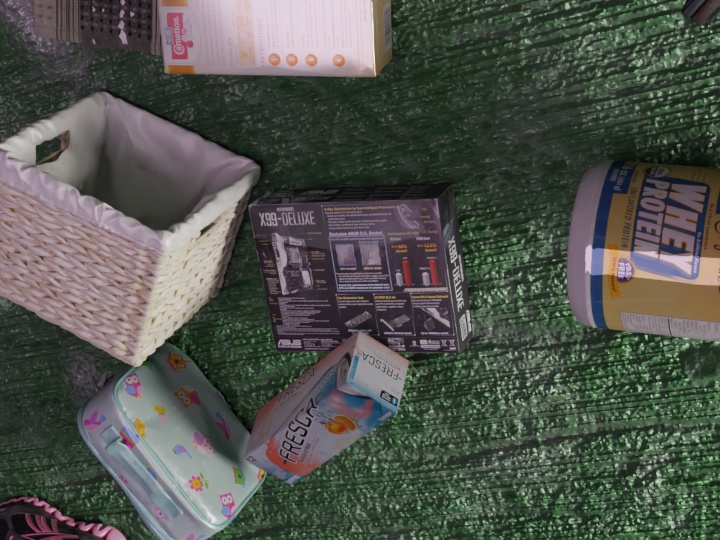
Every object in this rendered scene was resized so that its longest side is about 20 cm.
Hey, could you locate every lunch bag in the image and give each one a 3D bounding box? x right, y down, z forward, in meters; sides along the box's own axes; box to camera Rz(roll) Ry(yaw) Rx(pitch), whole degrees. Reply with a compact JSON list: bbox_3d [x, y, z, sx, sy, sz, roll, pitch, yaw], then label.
[{"bbox_3d":[-0.200,0.182,1.360,0.077,0.160,0.200,-34,97,30],"label":"lunch bag"}]

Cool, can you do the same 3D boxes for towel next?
[{"bbox_3d":[-0.231,-0.307,1.243,0.192,0.035,0.201,11,114,15],"label":"towel"}]

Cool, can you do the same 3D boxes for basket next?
[{"bbox_3d":[-0.237,-0.046,1.257,0.200,0.198,0.161,27,122,10],"label":"basket"}]

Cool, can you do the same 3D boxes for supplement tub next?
[{"bbox_3d":[0.282,-0.014,1.079,0.199,0.145,0.145,6,114,20],"label":"supplement tub"}]

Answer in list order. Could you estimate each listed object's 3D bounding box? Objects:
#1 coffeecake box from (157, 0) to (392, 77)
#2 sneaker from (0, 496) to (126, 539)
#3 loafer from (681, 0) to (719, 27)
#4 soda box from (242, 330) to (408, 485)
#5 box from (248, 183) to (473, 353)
[{"bbox_3d":[-0.078,-0.256,1.156,0.199,0.073,0.154,3,113,13],"label":"coffeecake box"},{"bbox_3d":[-0.376,0.332,1.538,0.199,0.095,0.079,9,117,21],"label":"sneaker"},{"bbox_3d":[0.331,-0.260,0.999,0.063,0.072,0.200,36,119,-2],"label":"loafer"},{"bbox_3d":[-0.037,0.140,1.293,0.063,0.069,0.200,31,137,-18],"label":"soda box"},{"bbox_3d":[0.000,0.000,1.261,0.199,0.050,0.158,-2,111,23],"label":"box"}]
